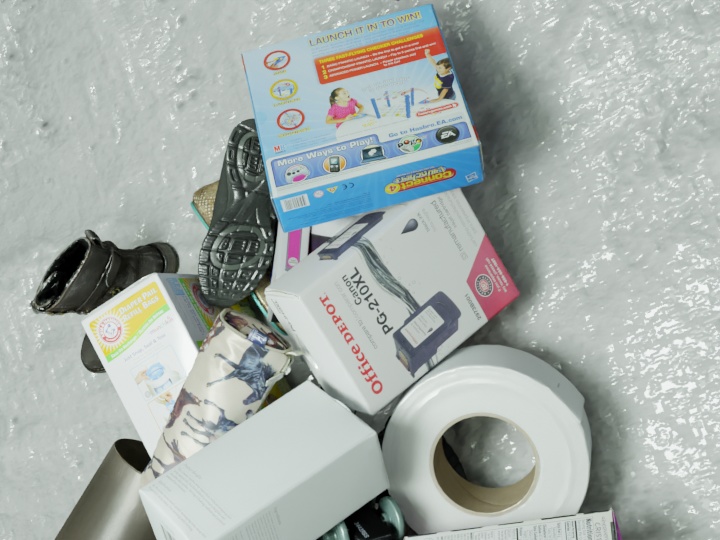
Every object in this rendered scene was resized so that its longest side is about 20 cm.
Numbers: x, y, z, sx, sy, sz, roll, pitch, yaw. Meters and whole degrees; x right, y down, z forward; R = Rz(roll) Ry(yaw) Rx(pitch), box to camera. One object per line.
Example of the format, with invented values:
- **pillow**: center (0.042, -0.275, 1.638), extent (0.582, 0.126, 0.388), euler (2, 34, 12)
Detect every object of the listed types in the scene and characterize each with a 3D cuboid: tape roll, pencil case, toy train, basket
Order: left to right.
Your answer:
- **basket**: center (-0.273, 0.304, 1.647), extent (0.136, 0.180, 0.200), euler (27, 99, -13)
- **pencil case**: center (-0.136, 0.141, 1.393), extent (0.089, 0.078, 0.200), euler (28, 95, 27)
- **toy train**: center (-0.024, 0.247, 1.423), extent (0.200, 0.085, 0.114), euler (44, 138, 49)
- **tape roll**: center (0.124, 0.176, 1.412), extent (0.202, 0.071, 0.203), euler (3, 104, 10)

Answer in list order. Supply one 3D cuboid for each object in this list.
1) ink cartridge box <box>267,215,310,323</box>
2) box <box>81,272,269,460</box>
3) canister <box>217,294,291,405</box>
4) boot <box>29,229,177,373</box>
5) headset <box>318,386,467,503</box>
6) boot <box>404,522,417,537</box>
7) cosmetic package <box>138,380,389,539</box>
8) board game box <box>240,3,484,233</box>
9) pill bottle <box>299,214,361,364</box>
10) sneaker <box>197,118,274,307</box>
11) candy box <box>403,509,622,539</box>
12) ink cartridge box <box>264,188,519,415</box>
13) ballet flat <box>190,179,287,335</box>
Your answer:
- **ink cartridge box**: center (-0.072, -0.053, 1.533), extent (0.037, 0.095, 0.200), euler (4, 67, -8)
- **box**: center (-0.183, 0.111, 1.507), extent (0.101, 0.112, 0.200), euler (-32, 80, 15)
- **canister**: center (-0.154, 0.126, 1.606), extent (0.148, 0.087, 0.200), euler (-33, 76, 24)
- **boot**: center (-0.307, 0.035, 1.643), extent (0.069, 0.174, 0.200), euler (40, 109, 23)
- **headset**: center (0.022, 0.197, 1.499), extent (0.123, 0.094, 0.200), euler (-38, 84, 25)
- **boot**: center (0.011, 0.340, 1.501), extent (0.200, 0.070, 0.146), euler (-27, 98, 14)
- **cosmetic package**: center (-0.086, 0.199, 1.332), extent (0.113, 0.200, 0.081), euler (35, 146, 45)
- **board game box**: center (-0.001, -0.149, 1.404), extent (0.200, 0.056, 0.196), euler (-14, 52, 1)
- **pill bottle**: center (0.000, 0.000, 1.499), extent (0.111, 0.111, 0.200), euler (8, 94, 30)
- **sneaker**: center (-0.125, -0.058, 1.545), extent (0.076, 0.091, 0.200), euler (16, 88, -10)
- **candy box**: center (0.152, 0.293, 1.369), extent (0.200, 0.136, 0.061), euler (-9, 49, 13)
- **ink cartridge box**: center (0.031, 0.022, 1.405), extent (0.145, 0.200, 0.084), euler (58, 160, -18)
- **ballet flat**: center (-0.112, -0.023, 1.593), extent (0.065, 0.071, 0.200), euler (-39, 75, 10)
